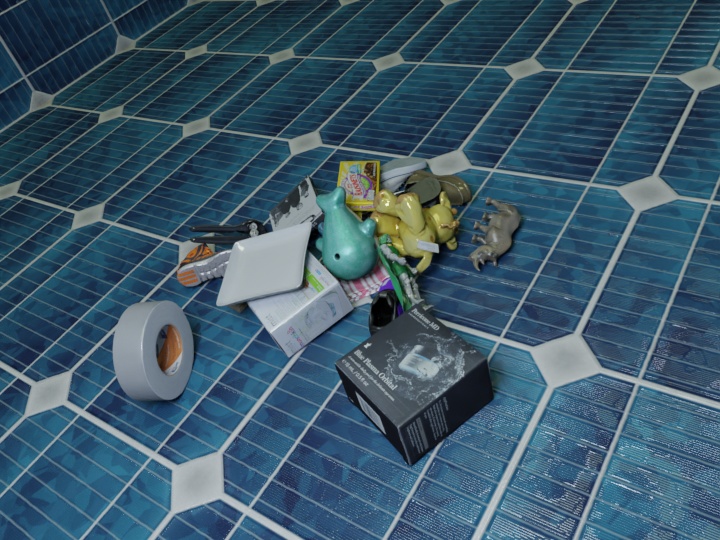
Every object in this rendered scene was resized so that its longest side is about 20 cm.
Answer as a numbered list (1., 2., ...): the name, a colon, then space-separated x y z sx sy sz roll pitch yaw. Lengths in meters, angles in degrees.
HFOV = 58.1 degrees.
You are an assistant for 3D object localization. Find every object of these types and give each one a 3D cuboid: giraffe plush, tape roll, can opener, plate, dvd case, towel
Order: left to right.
1. tape roll: -0.415 0.163 1.315 0.066 0.201 0.201 -4 43 14
2. can opener: -0.330 -0.090 1.630 0.199 0.064 0.079 -8 -8 -28
3. plate: -0.199 -0.008 1.391 0.199 0.032 0.201 -13 42 17
4. dvd case: -0.162 -0.140 1.630 0.150 0.025 0.200 -41 36 14
5. towel: 0.000 0.000 1.465 0.199 0.030 0.147 -24 40 -6
6. giraffe plush: 0.138 -0.100 1.417 0.200 0.173 0.162 32 38 31

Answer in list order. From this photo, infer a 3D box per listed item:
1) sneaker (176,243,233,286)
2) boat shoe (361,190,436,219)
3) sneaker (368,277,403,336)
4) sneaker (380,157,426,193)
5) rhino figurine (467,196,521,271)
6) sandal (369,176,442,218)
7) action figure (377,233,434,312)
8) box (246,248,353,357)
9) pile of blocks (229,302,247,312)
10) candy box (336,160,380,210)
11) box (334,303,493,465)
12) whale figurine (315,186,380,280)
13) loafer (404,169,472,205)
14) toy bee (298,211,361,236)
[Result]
1. sneaker: -0.355 -0.033 1.601 0.199 0.078 0.112 -12 32 -4
2. boat shoe: 0.086 -0.147 1.570 0.199 0.071 0.070 -1 64 28
3. sneaker: 0.057 0.071 1.310 0.069 0.100 0.201 -4 44 14
4. sneaker: 0.082 -0.235 1.663 0.199 0.071 0.073 -22 33 -19
5. rhino figurine: 0.289 -0.075 1.413 0.087 0.060 0.200 16 54 20
6. sandal: 0.096 -0.152 1.501 0.200 0.043 0.076 -39 67 3
7. action figure: 0.083 0.002 1.327 0.055 0.118 0.201 -37 56 14
8. box: -0.146 0.055 1.393 0.176 0.097 0.200 -38 43 -9
9. pile of blocks: -0.234 0.018 1.510 0.199 0.062 0.082 -28 42 -11
10. candy box: -0.005 -0.204 1.549 0.102 0.027 0.200 -2 38 4
11. box: 0.094 0.194 1.151 0.200 0.118 0.197 -34 43 -18
12. whale figurine: -0.040 -0.075 1.393 0.158 0.201 0.104 -17 7 30
13. loafer: 0.186 -0.192 1.576 0.067 0.076 0.200 -41 35 -22
14. toy bee: -0.054 -0.081 1.522 0.200 0.131 0.109 -31 79 -38
